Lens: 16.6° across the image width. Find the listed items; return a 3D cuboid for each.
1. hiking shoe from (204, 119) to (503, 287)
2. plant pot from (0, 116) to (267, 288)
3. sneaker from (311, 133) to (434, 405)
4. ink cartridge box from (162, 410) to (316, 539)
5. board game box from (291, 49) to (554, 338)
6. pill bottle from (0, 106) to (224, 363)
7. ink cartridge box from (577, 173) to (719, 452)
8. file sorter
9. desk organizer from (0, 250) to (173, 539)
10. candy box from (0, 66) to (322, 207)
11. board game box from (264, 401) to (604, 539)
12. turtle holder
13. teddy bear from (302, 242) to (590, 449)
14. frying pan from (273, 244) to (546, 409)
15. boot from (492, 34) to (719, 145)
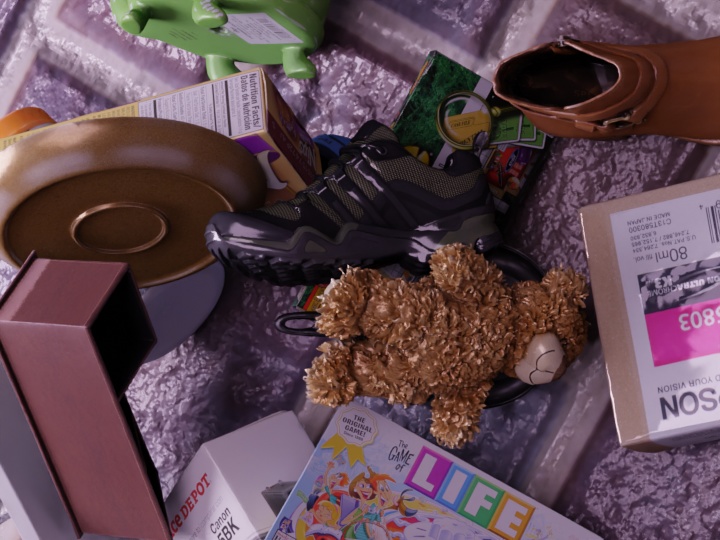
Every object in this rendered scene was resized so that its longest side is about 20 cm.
[{"bbox_3d":[-0.008,-0.046,1.635,0.199,0.076,0.101,-3,77,-15],"label":"hiking shoe"},{"bbox_3d":[-0.160,-0.036,1.637,0.200,0.200,0.028,-20,58,23],"label":"plant pot"},{"bbox_3d":[0.000,0.000,1.729,0.066,0.078,0.201,-22,78,21],"label":"sneaker"},{"bbox_3d":[-0.054,0.221,1.698,0.200,0.083,0.147,57,142,20],"label":"ink cartridge box"},{"bbox_3d":[0.046,-0.039,1.693,0.105,0.023,0.200,28,88,-7],"label":"board game box"},{"bbox_3d":[-0.199,-0.032,1.811,0.200,0.106,0.106,45,105,22],"label":"pill bottle"},{"bbox_3d":[0.255,0.019,1.603,0.199,0.075,0.165,-14,78,23],"label":"ink cartridge box"},{"bbox_3d":[-0.261,0.142,1.769,0.124,0.139,0.200,-22,100,29],"label":"file sorter"},{"bbox_3d":[-0.173,0.088,1.656,0.077,0.072,0.200,3,131,25],"label":"desk organizer"},{"bbox_3d":[-0.136,-0.064,1.677,0.199,0.117,0.057,-13,60,14],"label":"candy box"},{"bbox_3d":[0.045,0.188,1.632,0.200,0.034,0.135,28,57,2],"label":"board game box"},{"bbox_3d":[-0.096,-0.211,1.777,0.185,0.141,0.132,-17,56,63],"label":"turtle holder"},{"bbox_3d":[0.059,0.047,1.607,0.145,0.200,0.067,-68,26,12],"label":"teddy bear"},{"bbox_3d":[0.049,0.023,1.674,0.190,0.031,0.115,23,87,-11],"label":"frying pan"},{"bbox_3d":[0.193,-0.128,1.599,0.199,0.155,0.077,-2,84,24],"label":"boot"}]
